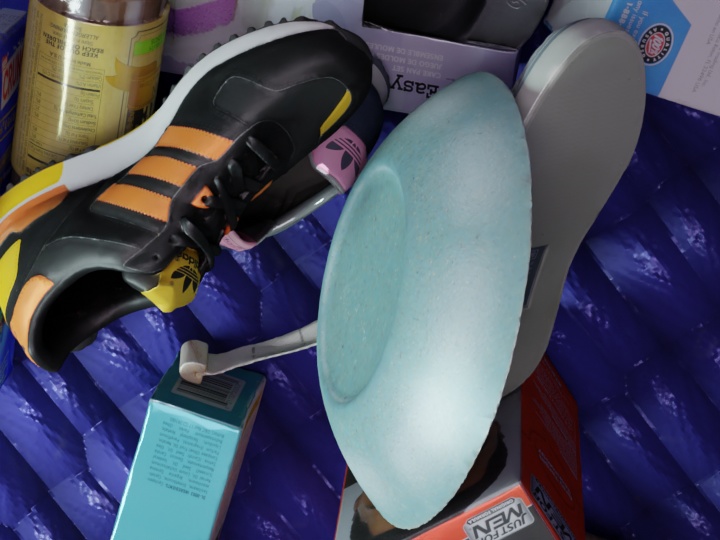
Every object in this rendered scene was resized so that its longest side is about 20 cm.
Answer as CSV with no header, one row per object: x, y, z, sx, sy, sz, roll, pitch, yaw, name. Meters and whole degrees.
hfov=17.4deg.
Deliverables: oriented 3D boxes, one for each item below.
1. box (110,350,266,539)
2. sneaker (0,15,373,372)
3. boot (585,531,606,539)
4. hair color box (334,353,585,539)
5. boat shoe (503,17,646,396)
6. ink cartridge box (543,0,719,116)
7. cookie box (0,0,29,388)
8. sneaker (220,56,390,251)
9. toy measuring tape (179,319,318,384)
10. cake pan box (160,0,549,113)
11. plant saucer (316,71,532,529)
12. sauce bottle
-0.103,0.148,1.198,0.049,0.082,0.200,18,107,1,box
-0.072,-0.026,1.017,0.200,0.090,0.070,-30,142,16,sneaker
0.098,0.232,1.210,0.155,0.074,0.200,29,110,-8,boot
0.048,0.101,1.106,0.101,0.200,0.061,-29,106,12,hair color box
0.063,-0.034,1.048,0.070,0.072,0.201,-6,130,-33,boat shoe
0.200,-0.125,1.075,0.200,0.068,0.115,15,111,-21,ink cartridge box
-0.205,-0.025,1.110,0.075,0.171,0.200,9,107,1,cookie box
-0.074,-0.036,1.116,0.200,0.082,0.070,-31,122,34,sneaker
0.000,0.000,1.145,0.200,0.074,0.074,-15,105,6,toy measuring tape
-0.009,-0.158,1.073,0.200,0.052,0.184,11,139,3,cake pan box
0.017,0.009,1.016,0.039,0.201,0.201,10,109,-19,plant saucer
-0.130,-0.056,1.092,0.065,0.065,0.200,13,121,2,sauce bottle
